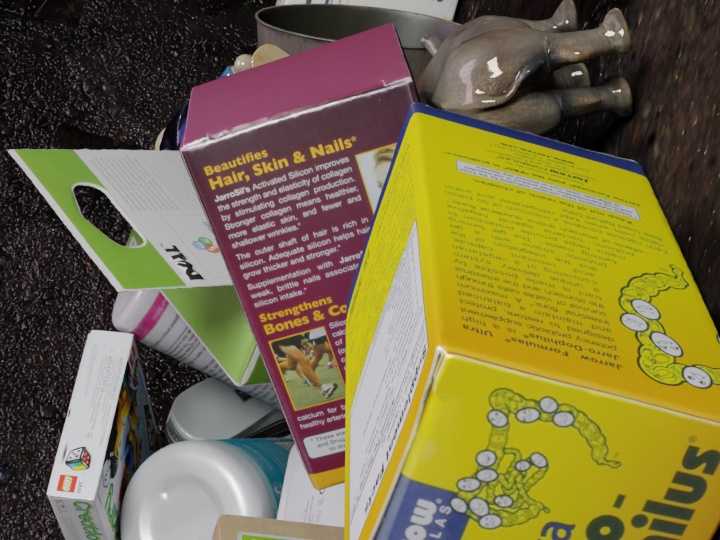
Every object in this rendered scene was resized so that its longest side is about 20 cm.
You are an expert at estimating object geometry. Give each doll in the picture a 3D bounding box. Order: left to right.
[{"bbox_3d":[-0.108,-0.101,0.944,0.137,0.048,0.200,-55,17,-18],"label":"doll"}]

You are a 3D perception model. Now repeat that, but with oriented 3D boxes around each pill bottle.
[{"bbox_3d":[-0.077,0.177,0.966,0.200,0.110,0.112,15,-91,-65],"label":"pill bottle"},{"bbox_3d":[-0.066,0.033,0.956,0.114,0.199,0.114,-54,18,26],"label":"pill bottle"}]

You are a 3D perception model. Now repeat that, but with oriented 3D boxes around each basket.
[{"bbox_3d":[-0.006,-0.092,1.031,0.136,0.179,0.201,34,124,48],"label":"basket"}]

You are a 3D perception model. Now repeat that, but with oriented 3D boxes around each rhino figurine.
[{"bbox_3d":[0.071,-0.100,0.668,0.200,0.087,0.060,-112,6,-77],"label":"rhino figurine"}]

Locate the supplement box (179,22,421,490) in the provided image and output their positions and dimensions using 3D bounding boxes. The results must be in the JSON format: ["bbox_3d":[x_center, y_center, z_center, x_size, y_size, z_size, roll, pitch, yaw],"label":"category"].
[{"bbox_3d":[-0.003,-0.005,0.663,0.086,0.110,0.201,-97,-10,-63],"label":"supplement box"}]

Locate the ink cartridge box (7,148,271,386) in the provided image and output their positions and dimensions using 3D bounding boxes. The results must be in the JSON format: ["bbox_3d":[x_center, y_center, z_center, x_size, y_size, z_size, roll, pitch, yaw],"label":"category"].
[{"bbox_3d":[-0.096,-0.004,0.779,0.148,0.199,0.076,46,123,37],"label":"ink cartridge box"}]

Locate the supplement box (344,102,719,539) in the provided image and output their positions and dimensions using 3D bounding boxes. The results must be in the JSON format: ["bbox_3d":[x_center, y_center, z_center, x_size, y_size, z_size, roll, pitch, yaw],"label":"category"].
[{"bbox_3d":[0.058,0.034,0.506,0.200,0.109,0.109,-90,16,-61],"label":"supplement box"}]

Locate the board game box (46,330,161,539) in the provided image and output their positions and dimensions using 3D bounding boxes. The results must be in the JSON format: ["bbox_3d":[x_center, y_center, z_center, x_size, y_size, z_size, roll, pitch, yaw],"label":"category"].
[{"bbox_3d":[-0.176,0.150,0.951,0.201,0.034,0.127,90,-174,-54],"label":"board game box"}]

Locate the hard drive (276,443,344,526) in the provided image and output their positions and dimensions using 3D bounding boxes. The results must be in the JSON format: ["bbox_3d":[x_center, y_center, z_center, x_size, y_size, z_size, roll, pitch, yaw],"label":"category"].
[{"bbox_3d":[0.000,0.156,0.777,0.200,0.026,0.133,-23,52,58],"label":"hard drive"}]

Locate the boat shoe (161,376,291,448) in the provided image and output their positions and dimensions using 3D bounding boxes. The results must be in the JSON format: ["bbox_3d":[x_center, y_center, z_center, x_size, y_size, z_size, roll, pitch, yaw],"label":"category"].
[{"bbox_3d":[-0.075,0.104,1.066,0.071,0.199,0.064,51,139,24],"label":"boat shoe"}]

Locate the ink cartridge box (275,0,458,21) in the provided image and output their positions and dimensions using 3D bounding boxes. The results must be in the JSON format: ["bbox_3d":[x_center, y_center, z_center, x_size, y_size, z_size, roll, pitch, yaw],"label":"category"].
[{"bbox_3d":[0.001,-0.230,1.176,0.145,0.146,0.201,-99,24,-69],"label":"ink cartridge box"}]

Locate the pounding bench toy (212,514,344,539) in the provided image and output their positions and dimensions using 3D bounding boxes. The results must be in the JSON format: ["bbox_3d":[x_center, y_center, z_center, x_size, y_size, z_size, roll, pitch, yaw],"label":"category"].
[{"bbox_3d":[-0.010,0.234,0.567,0.200,0.123,0.157,-111,34,-59],"label":"pounding bench toy"}]
